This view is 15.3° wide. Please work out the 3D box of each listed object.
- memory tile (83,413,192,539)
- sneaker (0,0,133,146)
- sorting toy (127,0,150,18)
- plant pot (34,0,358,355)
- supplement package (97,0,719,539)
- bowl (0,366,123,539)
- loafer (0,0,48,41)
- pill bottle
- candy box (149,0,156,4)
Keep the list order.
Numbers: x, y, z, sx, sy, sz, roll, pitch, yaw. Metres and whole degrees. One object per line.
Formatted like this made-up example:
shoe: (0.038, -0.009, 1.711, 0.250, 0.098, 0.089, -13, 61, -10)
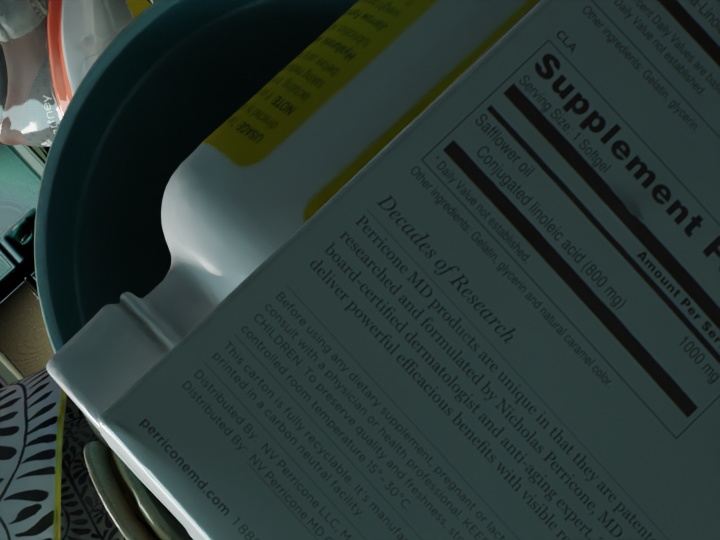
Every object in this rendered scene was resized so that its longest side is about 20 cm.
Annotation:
memory tile: (-0.055, 0.105, 1.021, 0.200, 0.017, 0.154, 57, -175, -35)
sneaker: (-0.147, -0.147, 1.155, 0.077, 0.081, 0.202, 38, -135, -65)
sorting toy: (-0.042, -0.066, 1.339, 0.200, 0.070, 0.199, 43, 171, 38)
plant pot: (0.000, 0.000, 0.988, 0.200, 0.200, 0.188, 47, -179, 11)
supplement package: (0.053, 0.004, 0.567, 0.110, 0.200, 0.114, 47, 172, 0)
bowl: (-0.145, 0.134, 1.036, 0.201, 0.093, 0.203, -4, -90, -88)
loafer: (-0.159, -0.195, 1.094, 0.070, 0.069, 0.202, 137, 116, -88)
pill bottle: (0.019, -0.013, 0.685, 0.111, 0.200, 0.111, 47, 173, 7)
candy box: (-0.065, -0.146, 1.064, 0.136, 0.061, 0.200, 45, 172, 37)
